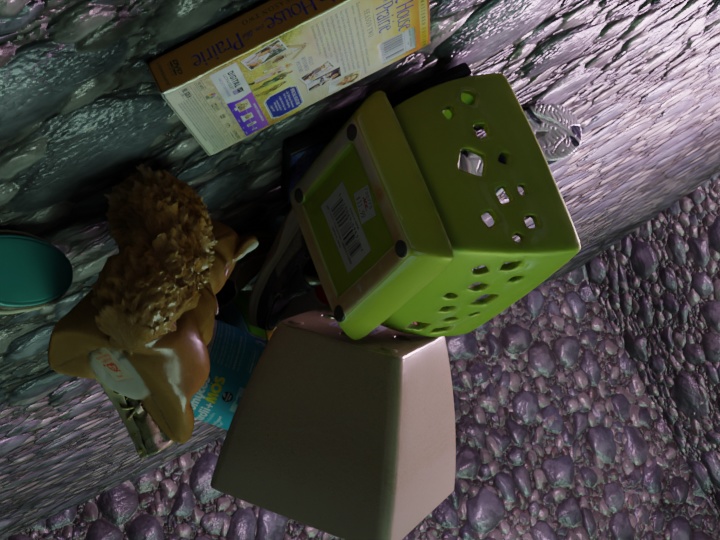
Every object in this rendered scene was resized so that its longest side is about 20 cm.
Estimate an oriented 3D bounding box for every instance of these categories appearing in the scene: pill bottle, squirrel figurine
[{"bbox_3d":[-0.185,0.104,1.147,0.199,0.111,0.111,23,150,-15],"label":"pill bottle"},{"bbox_3d":[-0.160,0.007,0.887,0.187,0.141,0.201,-58,169,-39],"label":"squirrel figurine"}]

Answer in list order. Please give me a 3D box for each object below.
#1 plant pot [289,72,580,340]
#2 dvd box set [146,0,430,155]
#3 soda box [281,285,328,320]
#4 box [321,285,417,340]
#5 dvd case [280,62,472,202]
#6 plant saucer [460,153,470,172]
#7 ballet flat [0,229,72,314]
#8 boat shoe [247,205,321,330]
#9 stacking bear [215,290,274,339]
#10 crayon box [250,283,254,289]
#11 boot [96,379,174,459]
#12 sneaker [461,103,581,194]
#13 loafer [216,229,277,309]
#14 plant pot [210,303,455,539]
[{"bbox_3d":[0.054,-0.052,0.979,0.180,0.201,0.199,-8,158,-36],"label":"plant pot"},{"bbox_3d":[-0.043,-0.158,0.749,0.199,0.030,0.146,-27,169,0],"label":"dvd box set"},{"bbox_3d":[-0.057,0.048,1.248,0.068,0.201,0.063,-29,147,12],"label":"soda box"},{"bbox_3d":[0.000,0.000,1.164,0.035,0.201,0.110,-15,164,-42],"label":"box"},{"bbox_3d":[0.012,-0.137,1.043,0.199,0.018,0.143,-25,169,-11],"label":"dvd case"},{"bbox_3d":[0.046,-0.068,1.220,0.200,0.050,0.201,-46,-160,22],"label":"plant saucer"},{"bbox_3d":[-0.312,0.005,0.799,0.069,0.070,0.200,-32,167,24],"label":"ballet flat"},{"bbox_3d":[-0.069,-0.004,1.157,0.072,0.065,0.201,-43,161,-58],"label":"boat shoe"},{"bbox_3d":[-0.147,0.073,1.306,0.199,0.122,0.113,-19,-171,-38],"label":"stacking bear"},{"bbox_3d":[-0.053,0.025,1.384,0.058,0.119,0.200,-17,166,-45],"label":"crayon box"},{"bbox_3d":[-0.291,0.161,1.324,0.072,0.156,0.200,-26,170,-8],"label":"boot"},{"bbox_3d":[0.180,-0.142,1.316,0.199,0.080,0.129,-35,-174,-29],"label":"sneaker"},{"bbox_3d":[-0.156,0.006,1.165,0.199,0.068,0.076,-17,165,-47],"label":"loafer"},{"bbox_3d":[-0.009,0.141,1.057,0.199,0.179,0.199,16,-167,22],"label":"plant pot"}]
